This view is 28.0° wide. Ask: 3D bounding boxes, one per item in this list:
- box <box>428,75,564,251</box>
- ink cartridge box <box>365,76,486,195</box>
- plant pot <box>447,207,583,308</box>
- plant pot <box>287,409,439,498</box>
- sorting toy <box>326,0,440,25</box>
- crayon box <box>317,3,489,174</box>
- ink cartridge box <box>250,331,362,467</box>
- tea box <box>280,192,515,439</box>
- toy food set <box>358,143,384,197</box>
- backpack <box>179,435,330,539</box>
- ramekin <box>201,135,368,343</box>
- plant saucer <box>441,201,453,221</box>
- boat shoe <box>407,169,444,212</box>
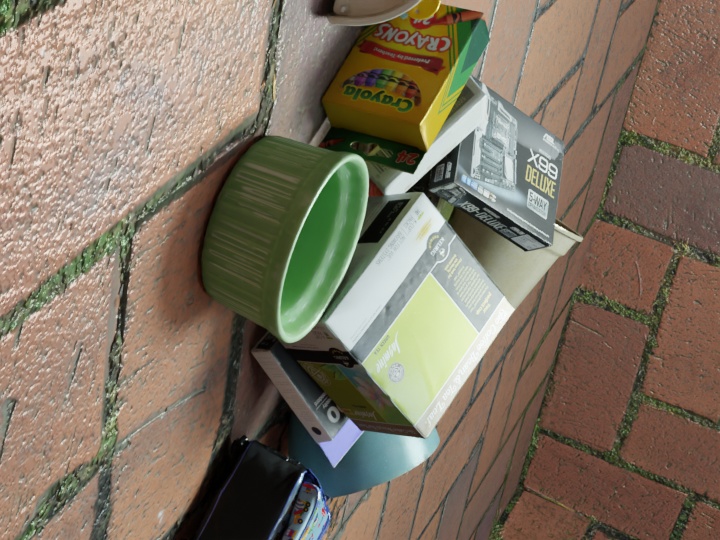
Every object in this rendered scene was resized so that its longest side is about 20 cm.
[{"bbox_3d":[0.181,-0.137,1.883,0.199,0.050,0.159,30,61,-37],"label":"box"},{"bbox_3d":[0.077,-0.154,1.701,0.162,0.050,0.200,-42,178,1],"label":"ink cartridge box"},{"bbox_3d":[0.186,-0.022,2.064,0.184,0.200,0.200,-59,166,9],"label":"plant pot"},{"bbox_3d":[-0.012,0.188,1.862,0.200,0.199,0.136,-38,111,-61],"label":"plant pot"},{"bbox_3d":[0.045,-0.348,1.518,0.180,0.106,0.202,-85,-167,-77],"label":"sorting toy"},{"bbox_3d":[0.045,-0.208,1.582,0.201,0.126,0.051,-62,153,-25],"label":"crayon box"},{"bbox_3d":[-0.011,0.100,1.721,0.198,0.043,0.201,-49,123,-28],"label":"ink cartridge box"},{"bbox_3d":[0.035,0.051,1.638,0.197,0.133,0.200,50,63,-23],"label":"tea box"},{"bbox_3d":[0.051,-0.177,1.798,0.199,0.048,0.201,-57,161,-36],"label":"toy food set"},{"bbox_3d":[-0.119,0.319,1.725,0.183,0.134,0.200,-61,166,-21],"label":"backpack"},{"bbox_3d":[-0.078,-0.038,1.456,0.201,0.097,0.201,-58,161,-33],"label":"ramekin"},{"bbox_3d":[0.107,-0.081,2.110,0.201,0.048,0.200,-66,164,-7],"label":"plant saucer"},{"bbox_3d":[0.065,-0.084,1.903,0.065,0.073,0.202,45,52,-59],"label":"boat shoe"}]
